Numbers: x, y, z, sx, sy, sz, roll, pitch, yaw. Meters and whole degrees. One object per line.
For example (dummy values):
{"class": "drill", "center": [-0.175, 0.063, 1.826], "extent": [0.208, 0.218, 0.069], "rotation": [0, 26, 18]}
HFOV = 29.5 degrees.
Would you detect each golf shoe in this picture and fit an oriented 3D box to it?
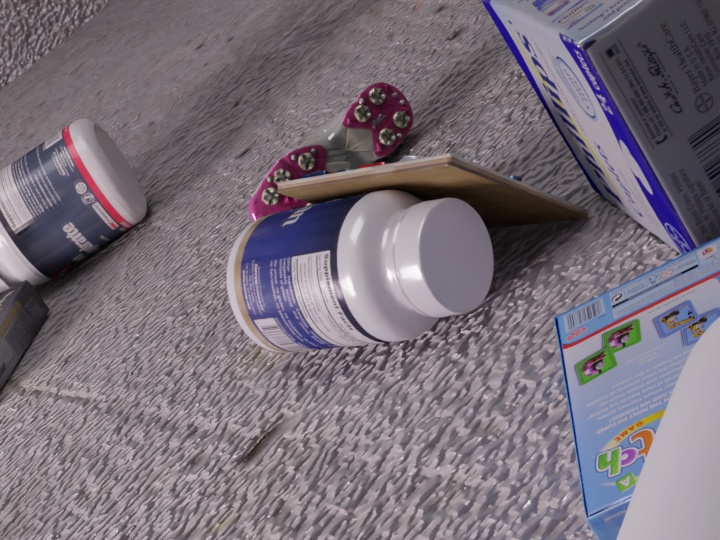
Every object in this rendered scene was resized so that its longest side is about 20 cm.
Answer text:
{"class": "golf shoe", "center": [-0.034, -0.101, 1.345], "extent": [0.199, 0.076, 0.091], "rotation": [-40, 8, -19]}

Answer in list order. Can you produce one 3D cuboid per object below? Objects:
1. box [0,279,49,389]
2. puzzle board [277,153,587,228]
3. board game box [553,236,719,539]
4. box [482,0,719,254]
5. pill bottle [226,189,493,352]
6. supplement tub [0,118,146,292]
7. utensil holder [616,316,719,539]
{"class": "box", "center": [-0.442, 0.109, 1.487], "extent": [0.157, 0.049, 0.201], "rotation": [-24, 26, 25]}
{"class": "puzzle board", "center": [0.052, -0.057, 1.051], "extent": [0.199, 0.149, 0.018], "rotation": [-4, 75, 50]}
{"class": "board game box", "center": [0.189, 0.057, 0.767], "extent": [0.150, 0.037, 0.201], "rotation": [-27, 23, 17]}
{"class": "box", "center": [0.193, -0.124, 0.925], "extent": [0.104, 0.185, 0.200], "rotation": [-34, 22, 1]}
{"class": "pill bottle", "center": [0.000, 0.000, 1.031], "extent": [0.198, 0.112, 0.111], "rotation": [-9, 33, 45]}
{"class": "supplement tub", "center": [-0.366, -0.073, 1.620], "extent": [0.199, 0.141, 0.141], "rotation": [-32, 23, 4]}
{"class": "utensil holder", "center": [0.171, 0.124, 0.499], "extent": [0.168, 0.171, 0.201], "rotation": [-16, 26, 35]}
